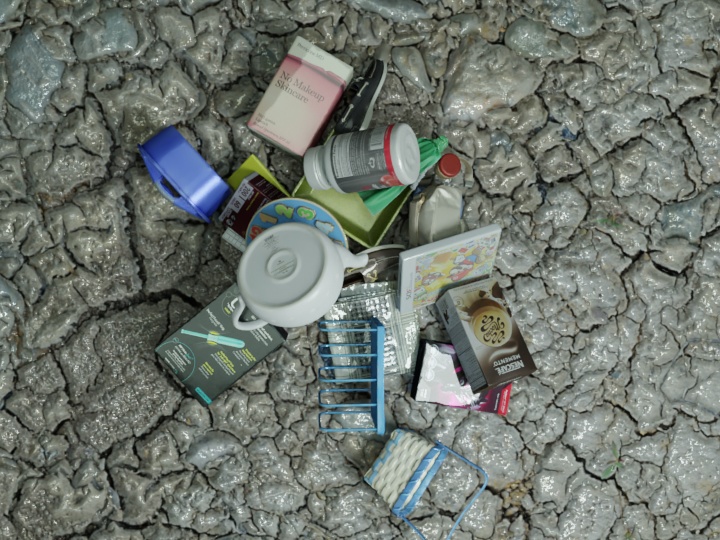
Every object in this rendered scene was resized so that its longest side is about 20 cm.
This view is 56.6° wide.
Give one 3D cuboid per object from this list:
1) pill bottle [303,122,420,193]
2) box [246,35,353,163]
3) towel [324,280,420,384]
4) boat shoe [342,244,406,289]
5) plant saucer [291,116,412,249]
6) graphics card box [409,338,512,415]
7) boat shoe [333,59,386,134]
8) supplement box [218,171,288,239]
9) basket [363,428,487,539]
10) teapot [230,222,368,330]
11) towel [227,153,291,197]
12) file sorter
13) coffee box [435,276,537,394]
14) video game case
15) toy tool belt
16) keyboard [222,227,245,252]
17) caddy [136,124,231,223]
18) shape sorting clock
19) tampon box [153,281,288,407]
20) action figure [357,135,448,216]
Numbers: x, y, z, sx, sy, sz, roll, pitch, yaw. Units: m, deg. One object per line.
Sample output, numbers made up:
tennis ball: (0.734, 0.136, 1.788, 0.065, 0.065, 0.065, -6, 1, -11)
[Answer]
pill bottle: (0.000, -0.201, 1.230, 0.200, 0.111, 0.111, -5, 92, 26)
box: (-0.116, -0.329, 1.308, 0.128, 0.109, 0.200, 29, 90, -3)
towel: (0.028, 0.121, 1.361, 0.192, 0.035, 0.200, -8, 91, -3)
boat shoe: (0.000, 0.000, 1.330, 0.200, 0.072, 0.060, -15, 65, -3)
plant saucer: (-0.005, -0.175, 1.347, 0.200, 0.048, 0.200, 33, 89, -2)
graphics card box: (0.209, 0.215, 1.355, 0.200, 0.051, 0.126, 12, 90, -8)
boat shoe: (-0.001, -0.340, 1.307, 0.060, 0.074, 0.200, 23, 69, -14)
supplement box: (-0.163, -0.086, 1.304, 0.200, 0.061, 0.109, 37, 118, -2)
basket: (0.126, 0.412, 1.309, 0.200, 0.139, 0.176, 36, 89, 27)
teapot: (-0.115, 0.023, 1.184, 0.200, 0.146, 0.198, 10, 69, 21)
towel: (-0.171, -0.131, 1.331, 0.086, 0.018, 0.200, -38, 97, 26)
file sorter: (-0.020, 0.198, 1.281, 0.123, 0.139, 0.200, -1, 93, -4)
coffee box: (0.243, 0.127, 1.306, 0.113, 0.080, 0.200, -15, 71, -20)
video game case: (0.167, -0.001, 1.292, 0.200, 0.182, 0.023, -18, 55, -11)
toy tool belt: (0.147, -0.123, 1.325, 0.125, 0.123, 0.200, 6, 86, -17)
keyboard: (-0.184, -0.032, 1.360, 0.200, 0.011, 0.056, 36, 89, -3)
caddy: (-0.342, -0.180, 1.285, 0.105, 0.141, 0.200, -43, 92, -4)
shape sorting clock: (-0.121, -0.041, 1.255, 0.200, 0.039, 0.200, 6, 114, 13)
tampon box: (-0.264, 0.137, 1.301, 0.200, 0.126, 0.150, -39, 93, -2)
action figure: (0.084, -0.195, 1.285, 0.200, 0.055, 0.118, -35, 59, 7)
